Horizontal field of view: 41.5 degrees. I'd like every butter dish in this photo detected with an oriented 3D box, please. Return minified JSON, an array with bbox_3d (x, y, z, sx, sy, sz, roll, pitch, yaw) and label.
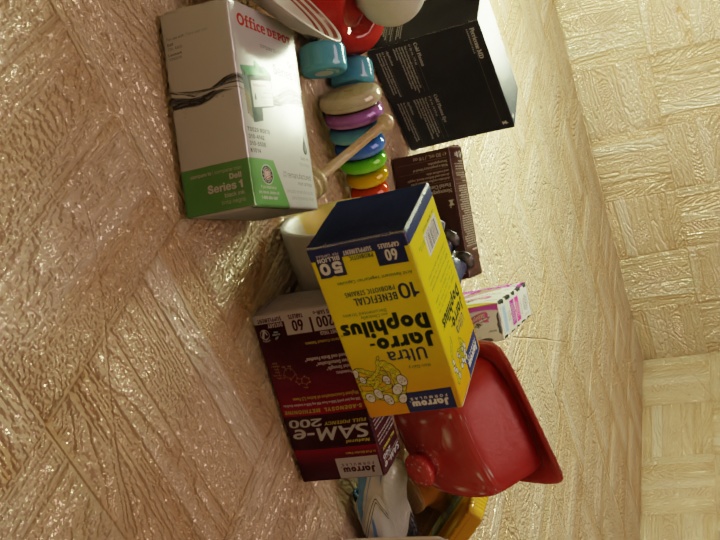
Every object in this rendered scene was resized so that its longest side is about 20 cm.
[{"bbox_3d":[0.112,0.202,1.150,0.147,0.198,0.203,-35,104,-30],"label":"butter dish"}]

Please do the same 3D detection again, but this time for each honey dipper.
[{"bbox_3d":[-0.021,-0.137,1.160,0.200,0.037,0.039,-44,124,-37],"label":"honey dipper"}]

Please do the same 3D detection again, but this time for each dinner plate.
[{"bbox_3d":[-0.103,-0.304,1.016,0.199,0.024,0.201,36,17,-13],"label":"dinner plate"}]

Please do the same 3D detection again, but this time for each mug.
[{"bbox_3d":[0.003,0.002,1.117,0.185,0.147,0.157,-30,115,-47],"label":"mug"}]

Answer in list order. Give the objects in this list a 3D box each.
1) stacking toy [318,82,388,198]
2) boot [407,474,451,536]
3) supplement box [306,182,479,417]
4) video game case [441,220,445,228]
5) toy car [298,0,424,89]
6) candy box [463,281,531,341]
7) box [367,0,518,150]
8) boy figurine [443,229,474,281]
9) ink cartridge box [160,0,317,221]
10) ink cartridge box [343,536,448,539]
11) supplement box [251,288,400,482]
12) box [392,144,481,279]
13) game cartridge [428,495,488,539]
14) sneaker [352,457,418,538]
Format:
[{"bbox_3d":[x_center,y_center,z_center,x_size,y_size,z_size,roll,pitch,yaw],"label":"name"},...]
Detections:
[{"bbox_3d":[0.005,-0.141,1.265,0.086,0.083,0.204,-53,135,-58],"label":"stacking toy"},{"bbox_3d":[0.089,0.263,1.285,0.145,0.070,0.203,-59,150,-29],"label":"boot"},{"bbox_3d":[0.039,0.032,0.970,0.110,0.107,0.203,-60,135,-56],"label":"supplement box"},{"bbox_3d":[0.065,0.018,1.339,0.181,0.023,0.205,11,89,-66],"label":"video game case"},{"bbox_3d":[0.022,-0.351,1.216,0.176,0.196,0.189,1,81,-66],"label":"toy car"},{"bbox_3d":[0.189,0.072,1.537,0.199,0.134,0.062,-24,102,-66],"label":"candy box"},{"bbox_3d":[0.133,-0.312,1.481,0.105,0.178,0.202,-75,148,-42],"label":"box"},{"bbox_3d":[0.090,0.038,1.284,0.125,0.064,0.201,50,49,-19],"label":"boy figurine"},{"bbox_3d":[-0.120,-0.157,0.964,0.146,0.083,0.205,-6,88,-67],"label":"ink cartridge box"},{"bbox_3d":[0.036,0.411,1.059,0.085,0.142,0.203,57,34,-43],"label":"ink cartridge box"},{"bbox_3d":[-0.036,0.125,1.037,0.061,0.107,0.204,-46,123,-61],"label":"supplement box"},{"bbox_3d":[0.118,-0.084,1.474,0.075,0.098,0.205,-18,98,-66],"label":"box"},{"bbox_3d":[0.139,0.331,1.339,0.178,0.032,0.201,-63,176,33],"label":"game cartridge"},{"bbox_3d":[0.027,0.308,1.181,0.071,0.072,0.204,-29,125,-41],"label":"sneaker"}]
